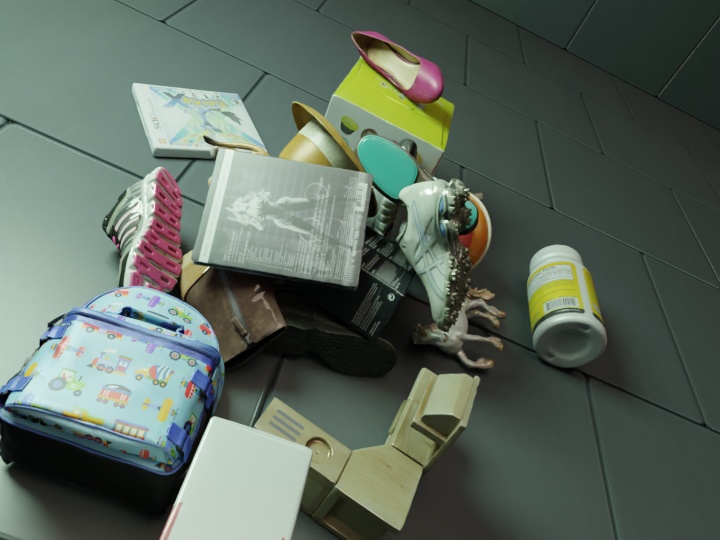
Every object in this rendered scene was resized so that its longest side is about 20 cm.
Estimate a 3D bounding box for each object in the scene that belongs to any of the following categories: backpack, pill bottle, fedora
[{"bbox_3d":[-0.217,0.100,0.528,0.180,0.136,0.202,23,41,-6],"label":"backpack"},{"bbox_3d":[0.345,0.054,0.926,0.112,0.115,0.202,23,40,-7],"label":"pill bottle"},{"bbox_3d":[-0.059,-0.134,0.761,0.081,0.201,0.201,-39,68,-8],"label":"fedora"}]

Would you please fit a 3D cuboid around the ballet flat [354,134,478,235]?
[{"bbox_3d":[0.074,-0.111,0.754,0.199,0.068,0.068,38,-1,2],"label":"ballet flat"}]

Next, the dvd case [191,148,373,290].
[{"bbox_3d":[-0.090,-0.064,0.655,0.195,0.016,0.152,9,71,-2],"label":"dvd case"}]

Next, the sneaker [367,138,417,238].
[{"bbox_3d":[0.010,-0.128,0.859,0.114,0.203,0.075,26,33,10],"label":"sneaker"}]

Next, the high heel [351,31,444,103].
[{"bbox_3d":[0.056,-0.333,0.882,0.095,0.068,0.200,11,26,-38],"label":"high heel"}]

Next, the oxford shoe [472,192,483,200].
[{"bbox_3d":[0.192,-0.112,1.059,0.200,0.074,0.059,-36,112,-56],"label":"oxford shoe"}]

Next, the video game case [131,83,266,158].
[{"bbox_3d":[-0.284,-0.263,0.957,0.197,0.022,0.184,-5,51,-34],"label":"video game case"}]

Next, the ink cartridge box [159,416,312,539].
[{"bbox_3d":[-0.112,0.233,0.403,0.082,0.202,0.147,19,40,-6],"label":"ink cartridge box"}]

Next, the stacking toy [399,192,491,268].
[{"bbox_3d":[0.115,-0.063,0.844,0.146,0.147,0.199,45,19,19],"label":"stacking toy"}]

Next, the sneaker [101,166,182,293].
[{"bbox_3d":[-0.279,-0.034,0.679,0.074,0.086,0.203,47,31,-52],"label":"sneaker"}]

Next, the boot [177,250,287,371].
[{"bbox_3d":[-0.125,0.006,0.671,0.199,0.072,0.167,-36,64,0],"label":"boot"}]

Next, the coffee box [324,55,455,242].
[{"bbox_3d":[0.032,-0.219,0.959,0.197,0.199,0.201,26,40,-3],"label":"coffee box"}]

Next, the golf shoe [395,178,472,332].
[{"bbox_3d":[0.095,-0.020,0.717,0.096,0.204,0.078,7,20,30],"label":"golf shoe"}]

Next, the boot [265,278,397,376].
[{"bbox_3d":[-0.042,0.060,0.735,0.196,0.068,0.132,19,35,-15],"label":"boot"}]

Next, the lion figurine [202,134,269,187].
[{"bbox_3d":[-0.143,-0.104,0.773,0.120,0.203,0.073,-9,30,6],"label":"lion figurine"}]

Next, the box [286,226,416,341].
[{"bbox_3d":[0.000,0.000,0.758,0.140,0.080,0.200,35,18,4],"label":"box"}]

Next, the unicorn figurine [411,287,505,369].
[{"bbox_3d":[0.148,0.087,0.819,0.135,0.075,0.201,19,26,3],"label":"unicorn figurine"}]

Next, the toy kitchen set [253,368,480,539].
[{"bbox_3d":[0.009,0.147,0.591,0.179,0.165,0.201,32,39,4],"label":"toy kitchen set"}]
